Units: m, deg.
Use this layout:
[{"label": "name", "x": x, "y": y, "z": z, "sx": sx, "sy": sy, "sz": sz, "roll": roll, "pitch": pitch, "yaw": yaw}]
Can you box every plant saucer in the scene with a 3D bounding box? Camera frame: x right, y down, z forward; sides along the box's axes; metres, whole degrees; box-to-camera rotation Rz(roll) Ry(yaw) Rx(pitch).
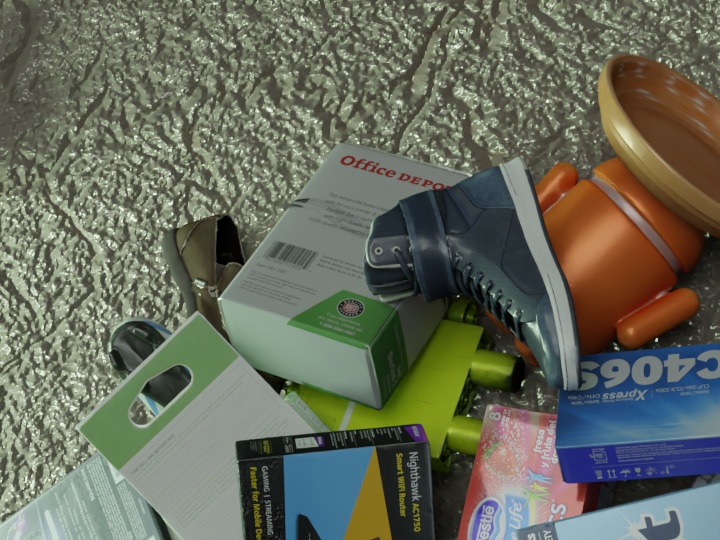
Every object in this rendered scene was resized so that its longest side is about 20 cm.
[{"label": "plant saucer", "x": 0.263, "y": -0.090, "z": 1.468, "sx": 0.037, "sy": 0.200, "sz": 0.200, "roll": -50, "pitch": 60, "yaw": 28}]

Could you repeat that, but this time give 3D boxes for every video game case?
[{"label": "video game case", "x": -0.252, "y": 0.253, "z": 1.593, "sx": 0.200, "sy": 0.019, "sz": 0.143, "roll": -37, "pitch": 57, "yaw": 16}]

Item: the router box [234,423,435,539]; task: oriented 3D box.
[{"label": "router box", "x": -0.016, "y": 0.224, "z": 1.444, "sx": 0.149, "sy": 0.051, "sz": 0.201, "roll": -6, "pitch": 106, "yaw": -4}]

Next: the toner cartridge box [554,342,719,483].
[{"label": "toner cartridge box", "x": 0.245, "y": 0.101, "z": 1.363, "sx": 0.199, "sy": 0.043, "sz": 0.095, "roll": -6, "pitch": 42, "yaw": 15}]

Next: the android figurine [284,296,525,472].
[{"label": "android figurine", "x": 0.032, "y": 0.097, "z": 1.545, "sx": 0.199, "sy": 0.041, "sz": 0.182, "roll": 8, "pitch": 65, "yaw": 25}]

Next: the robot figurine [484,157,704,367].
[{"label": "robot figurine", "x": 0.195, "y": -0.009, "z": 1.496, "sx": 0.200, "sy": 0.117, "sz": 0.144, "roll": -43, "pitch": 29, "yaw": 2}]

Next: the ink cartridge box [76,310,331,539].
[{"label": "ink cartridge box", "x": -0.106, "y": 0.148, "z": 1.488, "sx": 0.146, "sy": 0.048, "sz": 0.200, "roll": -43, "pitch": 90, "yaw": 10}]

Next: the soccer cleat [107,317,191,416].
[{"label": "soccer cleat", "x": -0.132, "y": 0.118, "z": 1.562, "sx": 0.070, "sy": 0.086, "sz": 0.200, "roll": -39, "pitch": 84, "yaw": 10}]

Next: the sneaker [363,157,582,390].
[{"label": "sneaker", "x": 0.082, "y": 0.019, "z": 1.406, "sx": 0.146, "sy": 0.077, "sz": 0.203, "roll": -15, "pitch": 55, "yaw": -1}]

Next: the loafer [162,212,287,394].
[{"label": "loafer", "x": -0.110, "y": 0.026, "z": 1.603, "sx": 0.071, "sy": 0.073, "sz": 0.200, "roll": -39, "pitch": 58, "yaw": 17}]

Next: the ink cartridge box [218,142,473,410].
[{"label": "ink cartridge box", "x": 0.000, "y": 0.000, "z": 1.538, "sx": 0.146, "sy": 0.084, "sz": 0.200, "roll": 17, "pitch": 52, "yaw": 27}]

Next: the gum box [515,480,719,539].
[{"label": "gum box", "x": 0.228, "y": 0.247, "z": 1.341, "sx": 0.199, "sy": 0.045, "sz": 0.170, "roll": -13, "pitch": 81, "yaw": 4}]

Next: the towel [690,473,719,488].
[{"label": "towel", "x": 0.367, "y": 0.117, "z": 1.409, "sx": 0.165, "sy": 0.086, "sz": 0.200, "roll": 25, "pitch": 83, "yaw": 27}]

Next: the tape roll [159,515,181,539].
[{"label": "tape roll", "x": -0.087, "y": 0.245, "z": 1.551, "sx": 0.202, "sy": 0.037, "sz": 0.203, "roll": -7, "pitch": 68, "yaw": 17}]

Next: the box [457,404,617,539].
[{"label": "box", "x": 0.133, "y": 0.216, "z": 1.447, "sx": 0.094, "sy": 0.103, "sz": 0.201, "roll": 8, "pitch": 76, "yaw": 22}]
